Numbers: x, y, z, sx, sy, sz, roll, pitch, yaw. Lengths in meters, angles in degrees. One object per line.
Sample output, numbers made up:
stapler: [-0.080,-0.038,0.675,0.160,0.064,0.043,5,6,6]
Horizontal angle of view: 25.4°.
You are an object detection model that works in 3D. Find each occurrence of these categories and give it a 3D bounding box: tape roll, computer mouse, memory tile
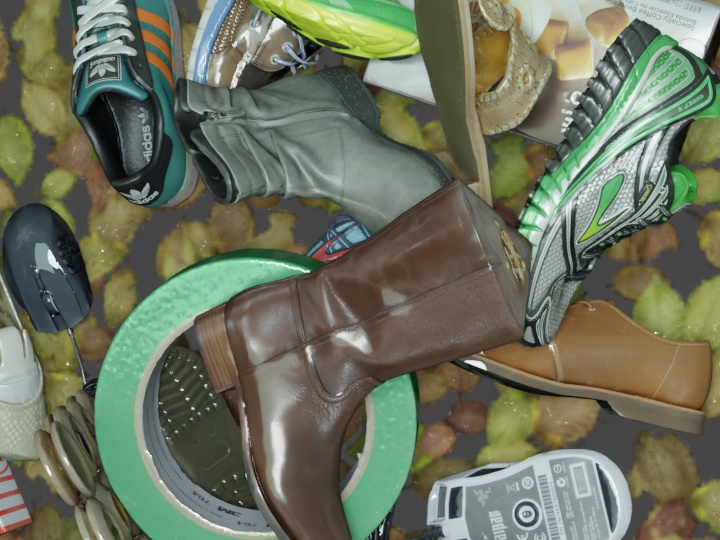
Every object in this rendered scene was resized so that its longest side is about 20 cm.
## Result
tape roll: [-0.063,0.089,0.994,0.199,0.048,0.202,1,98,4]
computer mouse: [0.083,0.166,1.042,0.199,0.044,0.110,-13,82,19]
computer mouse: [-0.207,0.050,1.117,0.058,0.034,0.201,-20,86,12]
memory tile: [-0.154,0.151,1.013,0.017,0.200,0.154,-28,94,-1]

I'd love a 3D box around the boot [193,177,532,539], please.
boot: [0.023,0.066,0.916,0.199,0.064,0.187,-24,93,15]

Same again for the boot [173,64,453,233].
boot: [-0.031,-0.052,0.973,0.200,0.130,0.068,51,140,38]

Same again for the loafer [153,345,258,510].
loafer: [-0.104,0.144,1.075,0.076,0.067,0.201,-24,97,-31]

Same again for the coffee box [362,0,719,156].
coffee box: [0.118,-0.139,1.010,0.199,0.080,0.115,21,98,13]

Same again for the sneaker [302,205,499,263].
sneaker: [0.000,0.000,1.054,0.199,0.079,0.096,-16,73,7]

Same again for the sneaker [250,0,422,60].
sneaker: [-0.040,-0.197,0.987,0.200,0.074,0.084,35,92,19]

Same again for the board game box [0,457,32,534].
board game box: [-0.354,0.151,1.148,0.199,0.046,0.152,-25,84,13]

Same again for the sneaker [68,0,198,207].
sneaker: [-0.161,-0.142,1.080,0.071,0.080,0.201,-17,86,14]

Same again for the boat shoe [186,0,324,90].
boat shoe: [-0.062,-0.163,1.059,0.072,0.072,0.201,14,93,15]

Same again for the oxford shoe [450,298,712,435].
oxford shoe: [0.126,0.047,1.006,0.199,0.071,0.072,14,88,-8]

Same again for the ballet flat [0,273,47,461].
ballet flat: [-0.264,0.037,1.109,0.062,0.067,0.201,-33,80,48]

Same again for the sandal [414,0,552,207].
sandal: [0.079,-0.109,0.947,0.069,0.078,0.213,-15,126,-13]

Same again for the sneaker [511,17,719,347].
sneaker: [0.144,-0.039,0.930,0.085,0.078,0.201,30,107,10]
